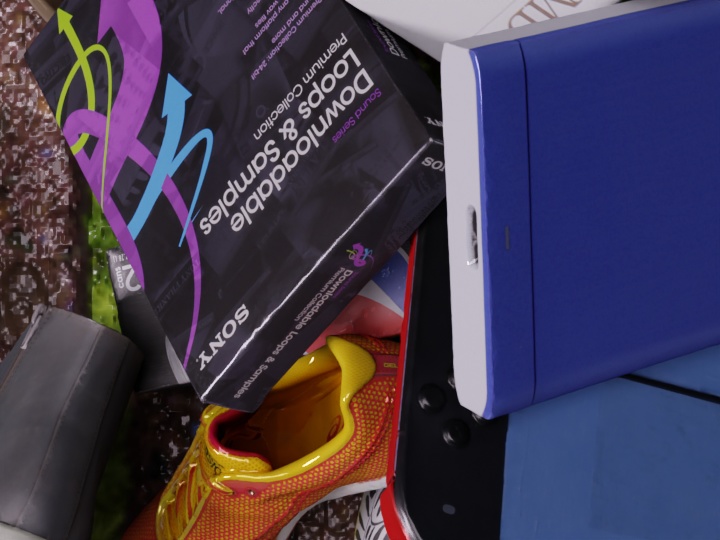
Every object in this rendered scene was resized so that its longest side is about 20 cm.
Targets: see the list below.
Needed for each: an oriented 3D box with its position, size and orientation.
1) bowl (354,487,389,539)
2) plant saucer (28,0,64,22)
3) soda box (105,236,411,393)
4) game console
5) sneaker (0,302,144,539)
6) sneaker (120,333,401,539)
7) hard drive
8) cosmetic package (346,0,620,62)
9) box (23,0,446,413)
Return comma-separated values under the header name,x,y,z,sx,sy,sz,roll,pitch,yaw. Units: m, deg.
name,x,y,z,sx,sy,sz,roll,pitch,yaw
bowl,0.080,0.125,0.861,0.199,0.094,0.202,-1,88,15
plant saucer,-0.070,-0.183,0.943,0.198,0.029,0.202,0,89,15
soda box,0.000,0.000,0.897,0.199,0.071,0.064,-14,86,14
game console,0.106,0.048,0.810,0.199,0.031,0.178,15,68,-18
sneaker,-0.146,0.078,0.906,0.075,0.200,0.107,29,72,-23
sneaker,-0.050,0.082,0.887,0.200,0.077,0.073,-42,47,31
hard drive,0.120,-0.035,0.782,0.025,0.199,0.133,26,125,53
cosmetic package,0.035,-0.207,0.773,0.199,0.167,0.167,31,140,-17
box,-0.050,-0.066,0.845,0.143,0.036,0.201,-48,54,23
